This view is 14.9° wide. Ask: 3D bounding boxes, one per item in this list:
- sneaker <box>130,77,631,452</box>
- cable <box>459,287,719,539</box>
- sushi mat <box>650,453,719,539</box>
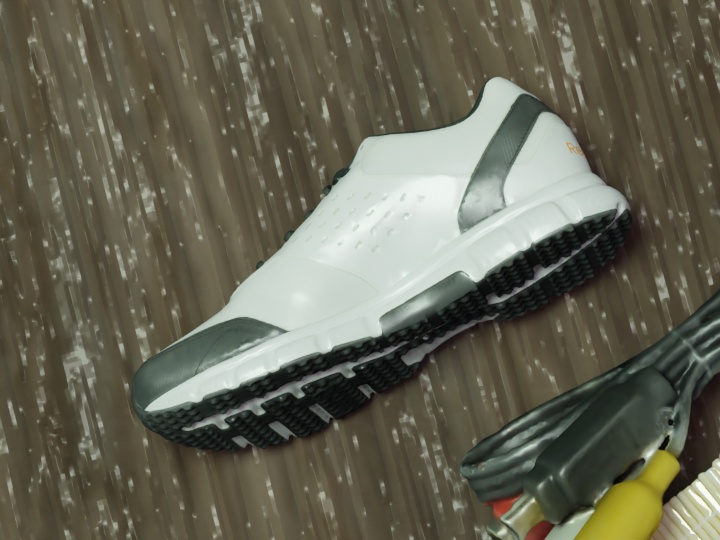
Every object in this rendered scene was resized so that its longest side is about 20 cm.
[{"bbox_3d":[0.000,0.000,1.043,0.199,0.074,0.080,-28,68,-1],"label":"sneaker"},{"bbox_3d":[0.115,0.051,1.030,0.200,0.097,0.050,-40,114,-16],"label":"cable"},{"bbox_3d":[0.172,0.162,0.999,0.096,0.012,0.200,-45,72,23],"label":"sushi mat"}]
